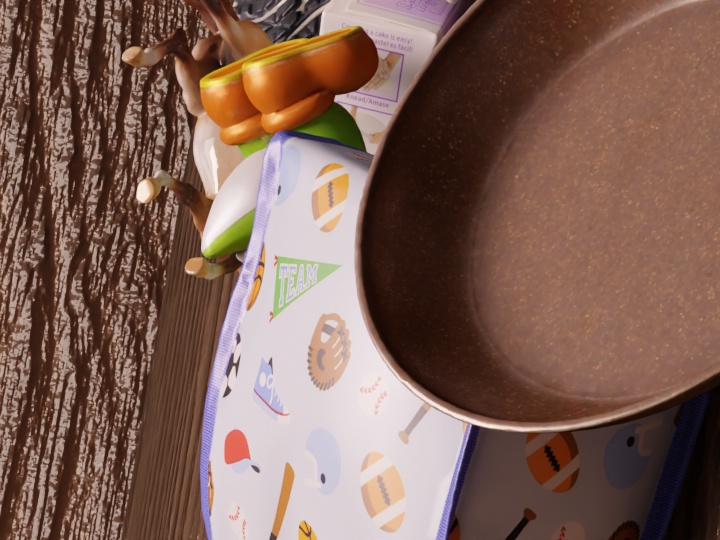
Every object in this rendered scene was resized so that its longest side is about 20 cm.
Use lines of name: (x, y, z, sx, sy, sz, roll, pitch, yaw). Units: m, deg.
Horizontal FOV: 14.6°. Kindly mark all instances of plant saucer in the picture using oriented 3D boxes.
plant saucer: (0.089, -0.031, 0.861, 0.200, 0.037, 0.201, -23, 45, 26)

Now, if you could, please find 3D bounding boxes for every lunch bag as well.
lunch bag: (0.026, 0.072, 1.008, 0.170, 0.123, 0.201, 29, 105, 55)

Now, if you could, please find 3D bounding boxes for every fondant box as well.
fondant box: (0.017, -0.063, 1.350, 0.144, 0.058, 0.201, -61, -19, -55)

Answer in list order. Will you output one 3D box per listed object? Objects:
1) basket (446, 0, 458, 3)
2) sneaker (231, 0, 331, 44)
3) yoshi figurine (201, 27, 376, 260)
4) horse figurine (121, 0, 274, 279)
basket: (0.006, -0.226, 1.244, 0.176, 0.200, 0.139, -45, -13, -5)
sneaker: (-0.014, -0.134, 1.403, 0.077, 0.086, 0.201, -21, 49, 32)
yoshi figurine: (0.011, -0.005, 1.208, 0.112, 0.112, 0.201, -32, -75, -64)
horse figurine: (-0.066, -0.062, 1.296, 0.132, 0.050, 0.201, 18, -118, -67)
